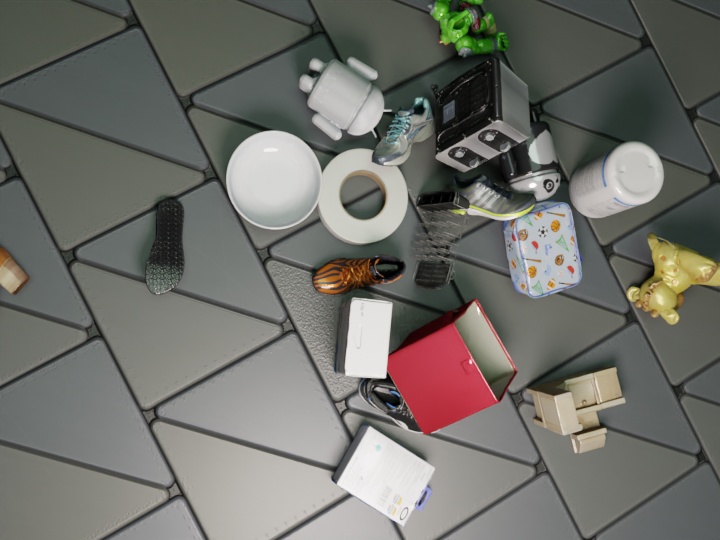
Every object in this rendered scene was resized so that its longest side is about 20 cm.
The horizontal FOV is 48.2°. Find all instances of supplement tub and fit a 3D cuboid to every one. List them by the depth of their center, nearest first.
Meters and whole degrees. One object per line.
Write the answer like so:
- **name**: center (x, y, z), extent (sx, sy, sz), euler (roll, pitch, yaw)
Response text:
- **supplement tub**: center (0.546, -0.192, 1.731), extent (0.130, 0.200, 0.134), euler (1, 85, -10)

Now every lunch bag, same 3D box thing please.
- **lunch bag**: center (0.398, -0.044, 1.736), extent (0.158, 0.075, 0.203), euler (-17, 104, -16)

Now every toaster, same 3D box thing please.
- **toaster**: center (0.247, -0.325, 1.672), extent (0.118, 0.180, 0.203), euler (25, 55, -36)

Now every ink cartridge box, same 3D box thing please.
- **ink cartridge box**: center (0.002, 0.136, 1.599), extent (0.084, 0.200, 0.149), euler (7, 84, -8)
- **ink cartridge box**: center (0.059, 0.426, 1.647), extent (0.199, 0.076, 0.138), euler (33, 81, -5)

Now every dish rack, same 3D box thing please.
- **dish rack**: center (0.156, -0.062, 1.676), extent (0.054, 0.153, 0.203), euler (18, 83, -24)

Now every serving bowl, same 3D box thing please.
- **serving bowl**: center (-0.179, -0.181, 1.663), extent (0.197, 0.066, 0.204), euler (1, 84, -10)

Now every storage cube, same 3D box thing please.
- **storage cube**: center (0.181, 0.193, 1.608), extent (0.178, 0.171, 0.202), euler (-29, 92, 28)

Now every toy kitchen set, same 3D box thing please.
- **toy kitchen set**: center (0.483, 0.309, 1.683), extent (0.197, 0.180, 0.166), euler (-14, 88, -7)

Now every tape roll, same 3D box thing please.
- **tape roll**: center (0.003, -0.157, 1.710), extent (0.199, 0.037, 0.206), euler (1, 85, -10)

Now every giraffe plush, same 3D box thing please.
- **giraffe plush**: center (0.687, 0.028, 1.773), extent (0.197, 0.173, 0.164), euler (18, 103, -19)

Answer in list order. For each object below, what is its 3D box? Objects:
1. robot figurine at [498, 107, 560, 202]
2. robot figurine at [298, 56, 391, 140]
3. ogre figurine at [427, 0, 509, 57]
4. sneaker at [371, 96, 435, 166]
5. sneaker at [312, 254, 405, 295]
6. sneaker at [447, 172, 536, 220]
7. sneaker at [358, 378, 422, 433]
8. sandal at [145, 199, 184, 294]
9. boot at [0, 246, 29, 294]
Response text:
- **robot figurine**: center (0.363, -0.247, 1.739), extent (0.148, 0.125, 0.203), euler (-12, 88, -5)
- **robot figurine**: center (-0.033, -0.360, 1.682), extent (0.198, 0.113, 0.171), euler (31, 90, -6)
- **ogre figurine**: center (0.226, -0.547, 1.757), extent (0.119, 0.098, 0.202), euler (-32, 103, -23)
- **sneaker**: center (0.083, -0.295, 1.684), extent (0.077, 0.087, 0.200), euler (20, 50, 29)
- **sneaker**: center (0.000, 0.000, 1.656), extent (0.197, 0.112, 0.079), euler (-13, 87, -11)
- **sneaker**: center (0.271, -0.159, 1.695), extent (0.197, 0.074, 0.082), euler (5, 125, 17)
- **sneaker**: center (0.091, 0.284, 1.648), extent (0.198, 0.112, 0.074), euler (27, 82, -7)
- **sandal**: center (-0.391, -0.044, 1.628), extent (0.074, 0.045, 0.203), euler (9, 69, -15)
- **boot**: center (-0.754, 0.029, 1.530), extent (0.155, 0.077, 0.201), euler (41, 77, -6)
